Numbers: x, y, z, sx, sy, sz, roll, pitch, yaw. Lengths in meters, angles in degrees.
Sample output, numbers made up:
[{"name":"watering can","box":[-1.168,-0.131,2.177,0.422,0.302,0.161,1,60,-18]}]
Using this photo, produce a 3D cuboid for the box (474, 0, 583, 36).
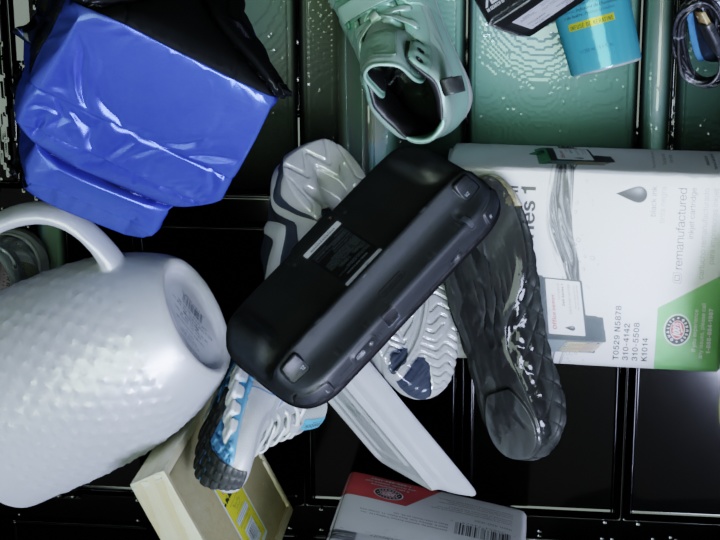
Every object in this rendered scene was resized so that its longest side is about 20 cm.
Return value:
[{"name":"box","box":[0.137,-0.275,1.040,0.199,0.086,0.164,-33,80,21]}]

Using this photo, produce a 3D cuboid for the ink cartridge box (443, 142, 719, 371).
[{"name":"ink cartridge box","box":[0.157,-0.011,1.149,0.198,0.084,0.147,2,105,7]}]

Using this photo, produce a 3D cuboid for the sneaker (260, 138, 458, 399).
[{"name":"sneaker","box":[-0.010,0.017,1.162,0.079,0.130,0.200,-33,81,-28]}]

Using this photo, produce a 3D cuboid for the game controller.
[{"name":"game controller","box":[0.000,0.000,1.061,0.200,0.104,0.042,-46,132,-14]}]

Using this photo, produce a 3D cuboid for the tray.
[{"name":"tray","box":[0.001,0.095,1.153,0.022,0.107,0.200,-49,127,-15]}]

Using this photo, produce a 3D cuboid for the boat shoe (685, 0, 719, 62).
[{"name":"boat shoe","box":[0.252,-0.239,1.073,0.068,0.084,0.201,3,109,18]}]

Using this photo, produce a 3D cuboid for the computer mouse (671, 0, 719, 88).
[{"name":"computer mouse","box":[0.269,-0.106,1.097,0.058,0.034,0.200,-30,123,23]}]

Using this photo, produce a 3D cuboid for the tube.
[{"name":"tube","box":[0.146,-0.237,1.111,0.077,0.050,0.201,-14,97,12]}]

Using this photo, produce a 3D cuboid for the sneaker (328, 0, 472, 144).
[{"name":"sneaker","box":[0.015,-0.180,1.104,0.073,0.118,0.201,-28,99,16]}]

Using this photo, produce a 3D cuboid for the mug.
[{"name":"mug","box":[-0.199,0.045,1.112,0.174,0.148,0.201,-24,111,17]}]

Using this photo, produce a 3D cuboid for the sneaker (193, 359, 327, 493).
[{"name":"sneaker","box":[-0.065,0.097,1.154,0.086,0.200,0.075,26,117,-10]}]

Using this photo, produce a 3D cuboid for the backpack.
[{"name":"backpack","box":[-0.162,-0.136,1.094,0.162,0.200,0.168,29,113,-24]}]

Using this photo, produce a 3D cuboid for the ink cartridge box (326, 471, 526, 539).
[{"name":"ink cartridge box","box":[0.041,0.237,1.172,0.146,0.200,0.083,13,108,4]}]

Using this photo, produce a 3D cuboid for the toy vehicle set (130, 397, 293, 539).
[{"name":"toy vehicle set","box":[-0.103,0.166,1.173,0.026,0.200,0.125,-25,100,12]}]

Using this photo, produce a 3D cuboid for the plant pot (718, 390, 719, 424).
[{"name":"plant pot","box":[0.336,0.059,1.088,0.199,0.193,0.202,2,106,8]}]

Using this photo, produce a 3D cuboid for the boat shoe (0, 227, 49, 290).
[{"name":"boat shoe","box":[-0.277,0.070,1.239,0.074,0.065,0.203,9,106,5]}]

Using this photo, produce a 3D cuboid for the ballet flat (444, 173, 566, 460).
[{"name":"ballet flat","box":[0.100,0.033,1.107,0.066,0.057,0.202,-5,99,28]}]
